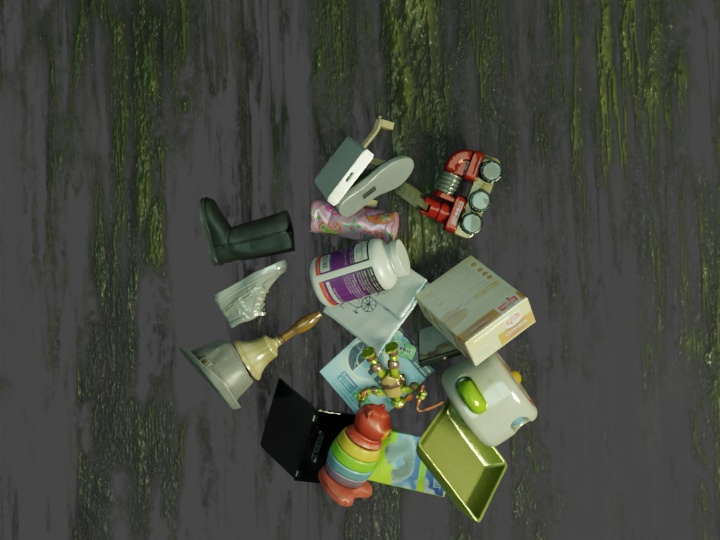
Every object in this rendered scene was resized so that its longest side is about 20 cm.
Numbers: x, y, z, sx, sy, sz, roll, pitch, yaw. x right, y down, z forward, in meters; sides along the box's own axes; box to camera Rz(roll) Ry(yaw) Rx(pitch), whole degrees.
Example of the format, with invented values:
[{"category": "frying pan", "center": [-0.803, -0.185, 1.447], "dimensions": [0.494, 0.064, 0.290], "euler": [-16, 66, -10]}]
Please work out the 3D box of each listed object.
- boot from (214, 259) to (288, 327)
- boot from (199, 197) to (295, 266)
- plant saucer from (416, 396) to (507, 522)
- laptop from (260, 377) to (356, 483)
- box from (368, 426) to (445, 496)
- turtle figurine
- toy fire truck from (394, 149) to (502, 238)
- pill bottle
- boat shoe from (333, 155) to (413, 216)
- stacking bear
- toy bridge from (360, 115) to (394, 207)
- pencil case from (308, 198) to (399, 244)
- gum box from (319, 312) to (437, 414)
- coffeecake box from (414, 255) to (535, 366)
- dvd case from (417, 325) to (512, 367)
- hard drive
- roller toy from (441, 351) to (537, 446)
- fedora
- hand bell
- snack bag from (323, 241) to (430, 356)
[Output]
[{"category": "boot", "center": [-0.234, 0.056, 1.636], "dimensions": [0.200, 0.074, 0.096], "euler": [-28, 90, 19]}, {"category": "boot", "center": [-0.258, -0.106, 1.637], "dimensions": [0.199, 0.066, 0.166], "euler": [-11, 95, 15]}, {"category": "plant saucer", "center": [0.200, 0.386, 1.473], "dimensions": [0.048, 0.200, 0.200], "euler": [-36, 91, 35]}, {"category": "laptop", "center": [-0.105, 0.364, 1.604], "dimensions": [0.199, 0.116, 0.188], "euler": [12, 110, -15]}, {"category": "box", "center": [0.118, 0.415, 1.561], "dimensions": [0.199, 0.048, 0.123], "euler": [9, 91, 13]}, {"category": "turtle figurine", "center": [0.074, 0.232, 1.514], "dimensions": [0.199, 0.064, 0.162], "euler": [-7, 112, 28]}, {"category": "toy fire truck", "center": [0.180, -0.180, 1.531], "dimensions": [0.199, 0.129, 0.177], "euler": [21, 93, 2]}, {"category": "pill bottle", "center": [0.000, 0.000, 1.519], "dimensions": [0.199, 0.112, 0.113], "euler": [-17, 86, 18]}, {"category": "boat shoe", "center": [0.022, -0.192, 1.538], "dimensions": [0.200, 0.069, 0.057], "euler": [-34, 48, -9]}, {"category": "stacking bear", "center": [-0.001, 0.372, 1.502], "dimensions": [0.114, 0.121, 0.201], "euler": [34, 107, 28]}, {"category": "toy bridge", "center": [0.022, -0.243, 1.582], "dimensions": [0.067, 0.027, 0.201], "euler": [10, 93, -29]}, {"category": "pencil case", "center": [-0.016, -0.105, 1.580], "dimensions": [0.199, 0.087, 0.088], "euler": [11, 92, 12]}, {"category": "gum box", "center": [0.039, 0.220, 1.582], "dimensions": [0.200, 0.045, 0.170], "euler": [-44, 81, 9]}, {"category": "coffeecake box", "center": [0.229, 0.076, 1.451], "dimensions": [0.153, 0.200, 0.073], "euler": [-35, 126, -7]}, {"category": "dvd case", "center": [0.216, 0.135, 1.499], "dimensions": [0.199, 0.143, 0.018], "euler": [-18, 110, 11]}, {"category": "hard drive", "center": [-0.040, -0.217, 1.532], "dimensions": [0.026, 0.200, 0.132], "euler": [36, 98, -20]}, {"category": "roller toy", "center": [0.268, 0.250, 1.464], "dimensions": [0.140, 0.200, 0.183], "euler": [-36, 108, 8]}, {"category": "fedora", "center": [-0.312, 0.218, 1.608], "dimensions": [0.090, 0.177, 0.200], "euler": [-40, 45, -17]}, {"category": "hand bell", "center": [-0.174, 0.151, 1.622], "dimensions": [0.200, 0.104, 0.104], "euler": [-32, 83, -3]}, {"category": "snack bag", "center": [0.027, 0.058, 1.567], "dimensions": [0.188, 0.021, 0.200], "euler": [37, 93, 27]}]
